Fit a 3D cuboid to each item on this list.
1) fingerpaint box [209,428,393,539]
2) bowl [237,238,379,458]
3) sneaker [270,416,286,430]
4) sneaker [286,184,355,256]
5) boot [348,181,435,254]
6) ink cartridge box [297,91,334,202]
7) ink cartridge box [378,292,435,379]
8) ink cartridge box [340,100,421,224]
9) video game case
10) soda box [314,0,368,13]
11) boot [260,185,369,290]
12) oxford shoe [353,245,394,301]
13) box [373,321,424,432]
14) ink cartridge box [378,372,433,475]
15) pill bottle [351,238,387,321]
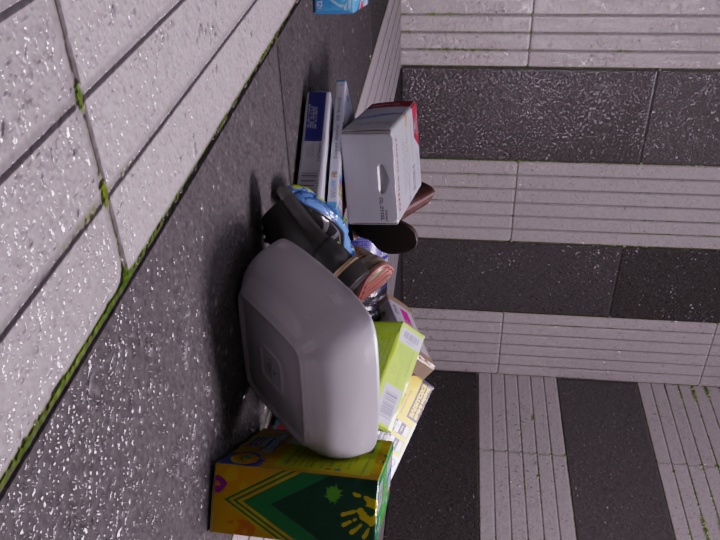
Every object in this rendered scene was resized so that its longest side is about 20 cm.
[{"bbox_3d":[-0.054,0.232,0.824,0.200,0.164,0.075,18,77,-84],"label":"fingerpaint box"},{"bbox_3d":[-0.064,0.089,0.796,0.199,0.074,0.202,38,-43,43],"label":"bowl"},{"bbox_3d":[-0.066,0.204,1.016,0.201,0.094,0.080,-80,171,-46],"label":"sneaker"},{"bbox_3d":[-0.061,-0.041,1.014,0.083,0.071,0.200,-42,151,-11],"label":"sneaker"},{"bbox_3d":[0.078,-0.101,1.280,0.199,0.185,0.065,-30,123,-39],"label":"boot"},{"bbox_3d":[-0.060,-0.138,1.168,0.200,0.040,0.202,74,20,-71],"label":"ink cartridge box"},{"bbox_3d":[0.039,0.163,1.428,0.165,0.075,0.201,-48,-153,16],"label":"ink cartridge box"},{"bbox_3d":[0.036,-0.174,1.196,0.200,0.082,0.148,-57,145,-63],"label":"ink cartridge box"},{"bbox_3d":[-0.029,-0.171,1.181,0.143,0.018,0.203,69,24,-76],"label":"video game case"},{"bbox_3d":[-0.028,-0.461,1.232,0.200,0.063,0.069,-71,162,-65],"label":"soda box"},{"bbox_3d":[-0.084,0.000,0.909,0.077,0.139,0.200,-37,175,-46],"label":"boot"},{"bbox_3d":[0.000,0.000,1.132,0.074,0.070,0.200,53,-9,4],"label":"oxford shoe"},{"bbox_3d":[-0.020,0.122,0.921,0.047,0.199,0.123,33,69,-32],"label":"box"},{"bbox_3d":[0.016,0.234,1.105,0.083,0.175,0.202,-2,-124,58],"label":"ink cartridge box"},{"bbox_3d":[-0.004,-0.005,1.402,0.112,0.110,0.203,-60,152,-76],"label":"pill bottle"}]
